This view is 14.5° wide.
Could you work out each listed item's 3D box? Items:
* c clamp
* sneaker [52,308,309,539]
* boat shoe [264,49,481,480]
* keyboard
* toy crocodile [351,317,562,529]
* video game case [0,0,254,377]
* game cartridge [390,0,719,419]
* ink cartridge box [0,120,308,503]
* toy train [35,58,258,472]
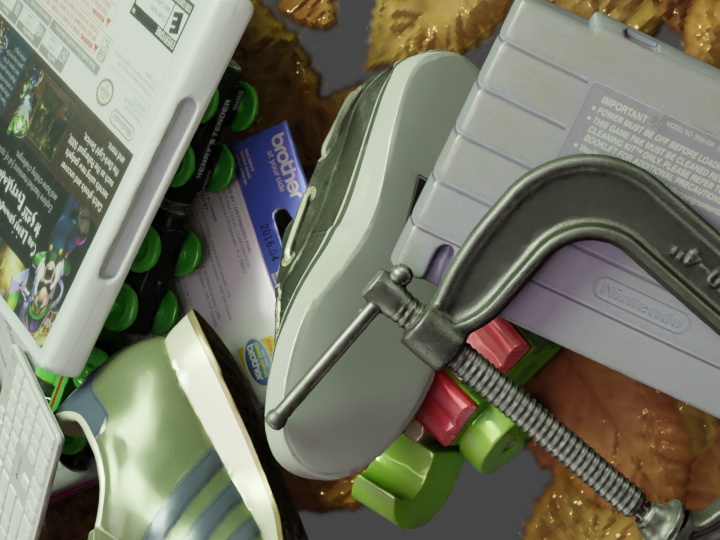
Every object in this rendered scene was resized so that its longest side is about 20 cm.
[{"bbox_3d":[0.091,0.047,1.143,0.200,0.027,0.171,35,96,-5],"label":"c clamp"},{"bbox_3d":[-0.070,0.122,1.199,0.090,0.067,0.200,-25,67,6],"label":"sneaker"},{"bbox_3d":[0.000,0.000,1.209,0.064,0.071,0.200,-10,52,51],"label":"boat shoe"},{"bbox_3d":[-0.161,0.117,1.281,0.200,0.011,0.056,109,146,-46],"label":"keyboard"},{"bbox_3d":[0.064,0.025,1.210,0.068,0.062,0.200,44,107,18],"label":"toy crocodile"},{"bbox_3d":[-0.130,-0.074,1.267,0.182,0.023,0.200,-63,34,12],"label":"video game case"},{"bbox_3d":[0.129,-0.019,1.153,0.200,0.038,0.130,25,98,-4],"label":"game cartridge"},{"bbox_3d":[-0.091,0.021,1.296,0.200,0.042,0.120,-24,80,26],"label":"ink cartridge box"},{"bbox_3d":[-0.104,-0.007,1.261,0.056,0.042,0.200,30,103,34],"label":"toy train"}]
